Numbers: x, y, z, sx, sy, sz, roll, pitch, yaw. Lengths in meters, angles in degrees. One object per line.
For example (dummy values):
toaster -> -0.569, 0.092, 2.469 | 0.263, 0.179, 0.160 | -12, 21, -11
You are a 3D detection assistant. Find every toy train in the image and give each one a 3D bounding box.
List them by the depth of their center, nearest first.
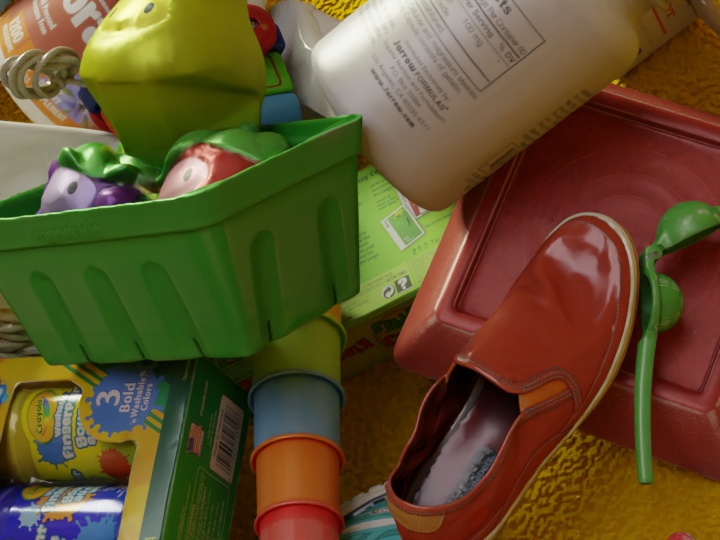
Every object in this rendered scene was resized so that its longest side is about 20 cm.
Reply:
toy train -> -0.125, -0.079, 1.129 | 0.199, 0.085, 0.116 | -12, 67, -28

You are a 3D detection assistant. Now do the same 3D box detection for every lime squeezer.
lime squeezer -> 0.172, 0.011, 0.997 | 0.200, 0.071, 0.038 | -54, 12, -14

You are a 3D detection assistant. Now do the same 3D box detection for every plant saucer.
plant saucer -> 0.141, -0.012, 1.043 | 0.199, 0.037, 0.201 | 19, 73, 16

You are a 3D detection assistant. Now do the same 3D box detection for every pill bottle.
pill bottle -> 0.083, -0.132, 1.015 | 0.200, 0.114, 0.115 | -37, 52, 15
pill bottle -> -0.134, -0.175, 1.245 | 0.200, 0.112, 0.112 | -37, 51, 21

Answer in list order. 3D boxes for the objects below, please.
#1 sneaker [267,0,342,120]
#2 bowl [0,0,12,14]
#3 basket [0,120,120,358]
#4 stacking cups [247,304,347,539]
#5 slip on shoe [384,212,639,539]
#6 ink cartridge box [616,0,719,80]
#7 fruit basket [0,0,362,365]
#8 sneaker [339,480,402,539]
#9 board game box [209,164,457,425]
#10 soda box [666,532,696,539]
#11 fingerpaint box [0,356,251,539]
sneaker -> 0.000, -0.118, 1.198 | 0.200, 0.088, 0.076 | 33, 113, 60
bowl -> -0.314, -0.203, 1.332 | 0.201, 0.105, 0.201 | -39, 22, 19
basket -> -0.212, 0.000, 1.144 | 0.136, 0.199, 0.124 | -110, 33, -41
stacking cups -> -0.035, 0.086, 1.028 | 0.060, 0.061, 0.201 | -16, 52, 19
slip on shoe -> 0.077, 0.054, 0.969 | 0.074, 0.061, 0.200 | 25, 75, 33
ink cartridge box -> 0.129, -0.195, 1.140 | 0.068, 0.115, 0.200 | -38, 52, 4
fruit basket -> -0.103, -0.065, 0.993 | 0.215, 0.216, 0.155 | 18, 31, 34
sneaker -> -0.030, 0.181, 1.016 | 0.200, 0.078, 0.080 | -36, 19, 6
board game box -> 0.000, 0.000, 1.138 | 0.199, 0.048, 0.102 | -27, 53, 11
soda box -> 0.116, 0.224, 0.939 | 0.200, 0.063, 0.070 | -45, 52, -2
fingerpaint box -> -0.159, 0.148, 1.027 | 0.166, 0.073, 0.201 | -3, 63, 26
